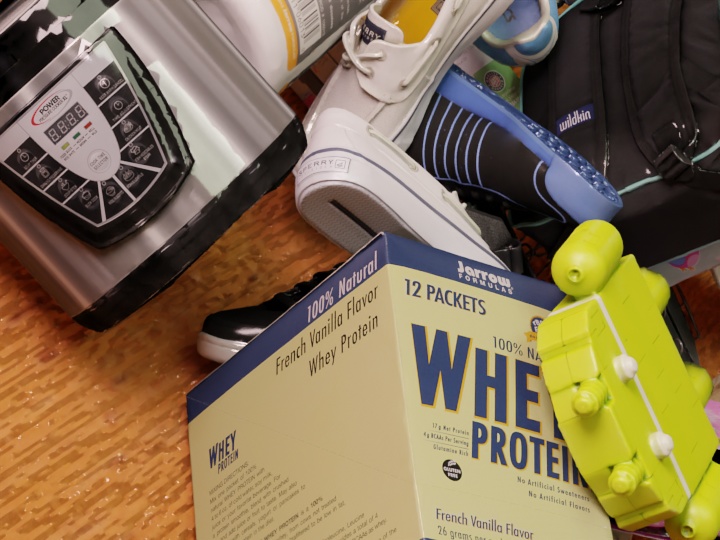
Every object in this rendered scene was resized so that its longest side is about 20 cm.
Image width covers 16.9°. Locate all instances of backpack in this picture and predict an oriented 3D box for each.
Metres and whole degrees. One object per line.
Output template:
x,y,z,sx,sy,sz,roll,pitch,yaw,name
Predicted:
0.192,-0.094,1.562,0.153,0.176,0.200,36,38,-40,backpack

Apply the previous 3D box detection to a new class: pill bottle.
-0.044,-0.187,1.465,0.116,0.116,0.200,47,49,-2,pill bottle

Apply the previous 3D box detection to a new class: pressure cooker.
-0.153,-0.087,1.347,0.200,0.179,0.176,49,48,-6,pressure cooker

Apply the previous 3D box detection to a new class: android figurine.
0.149,0.064,1.314,0.182,0.041,0.200,66,22,-5,android figurine

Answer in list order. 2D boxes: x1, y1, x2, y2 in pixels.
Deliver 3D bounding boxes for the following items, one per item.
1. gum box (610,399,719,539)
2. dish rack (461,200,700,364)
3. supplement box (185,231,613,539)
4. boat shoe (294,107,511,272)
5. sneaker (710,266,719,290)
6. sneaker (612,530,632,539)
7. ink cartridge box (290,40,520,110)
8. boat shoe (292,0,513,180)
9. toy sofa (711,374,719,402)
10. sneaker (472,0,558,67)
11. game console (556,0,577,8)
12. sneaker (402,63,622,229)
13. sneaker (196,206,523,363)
0.169,0.113,1.460,0.200,0.066,0.114,13,12,-4,gum box
0.151,0.015,1.611,0.200,0.055,0.154,-7,66,-42,dish rack
0.018,0.124,1.316,0.134,0.200,0.200,17,51,-33,supplement box
0.040,-0.020,1.368,0.200,0.073,0.067,46,40,-39,boat shoe
0.277,0.013,1.668,0.200,0.070,0.093,57,34,-35,sneaker
0.123,0.175,1.453,0.074,0.082,0.200,50,43,0,sneaker
0.007,-0.152,1.602,0.200,0.067,0.117,51,44,1,ink cartridge box
0.018,-0.133,1.449,0.071,0.200,0.070,45,7,35,boat shoe
0.275,0.146,1.586,0.083,0.098,0.200,30,45,-19,toy sofa
0.064,-0.220,1.548,0.072,0.072,0.200,-34,88,-10,sneaker
0.115,-0.279,1.608,0.171,0.118,0.200,-9,83,-42,game console
0.071,-0.066,1.478,0.200,0.078,0.070,40,12,34,sneaker
0.000,0.000,1.434,0.200,0.073,0.112,0,100,-23,sneaker
